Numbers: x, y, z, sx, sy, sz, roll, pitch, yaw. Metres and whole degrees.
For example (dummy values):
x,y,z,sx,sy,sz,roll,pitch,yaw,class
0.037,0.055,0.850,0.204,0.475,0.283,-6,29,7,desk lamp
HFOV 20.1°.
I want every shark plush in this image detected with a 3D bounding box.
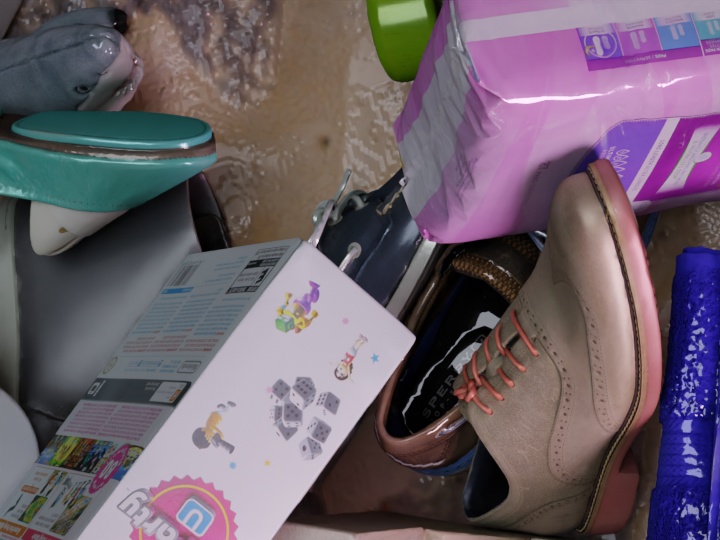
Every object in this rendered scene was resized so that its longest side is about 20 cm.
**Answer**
x,y,z,sx,sy,sz,roll,pitch,yaw,class
-0.194,-0.095,0.978,0.199,0.083,0.091,7,85,18,shark plush

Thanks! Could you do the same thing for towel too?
x,y,z,sx,sy,sz,roll,pitch,yaw,class
0.184,0.098,0.807,0.147,0.050,0.201,13,76,-21,towel

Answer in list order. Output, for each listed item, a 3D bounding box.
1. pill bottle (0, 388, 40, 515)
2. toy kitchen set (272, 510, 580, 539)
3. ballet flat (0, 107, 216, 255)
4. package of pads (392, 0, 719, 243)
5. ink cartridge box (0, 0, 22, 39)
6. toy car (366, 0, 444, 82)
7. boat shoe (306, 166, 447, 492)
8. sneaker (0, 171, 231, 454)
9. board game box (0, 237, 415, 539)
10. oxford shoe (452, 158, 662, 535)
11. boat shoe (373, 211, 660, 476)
x,y,z,sx,sy,sz,roll,pitch,yaw,class
-0.227,0.065,0.908,0.200,0.116,0.116,22,90,52,pill bottle
0.071,0.192,0.812,0.199,0.180,0.164,6,86,17,toy kitchen set
-0.158,-0.044,0.921,0.199,0.067,0.071,8,108,13,ballet flat
0.119,-0.075,0.820,0.199,0.121,0.076,-9,67,-16,package of pads
-0.262,-0.200,0.980,0.200,0.145,0.084,28,93,19,ink cartridge box
0.062,-0.189,0.840,0.164,0.200,0.158,-11,63,14,toy car
0.000,0.000,0.916,0.062,0.075,0.201,28,101,7,boat shoe
-0.106,0.048,0.939,0.106,0.075,0.201,-15,78,14,sneaker
-0.082,0.086,0.793,0.064,0.147,0.200,41,75,-14,board game box
0.076,0.042,0.821,0.074,0.201,0.071,-7,42,-7,oxford shoe
0.072,0.003,0.891,0.072,0.072,0.201,29,92,18,boat shoe
